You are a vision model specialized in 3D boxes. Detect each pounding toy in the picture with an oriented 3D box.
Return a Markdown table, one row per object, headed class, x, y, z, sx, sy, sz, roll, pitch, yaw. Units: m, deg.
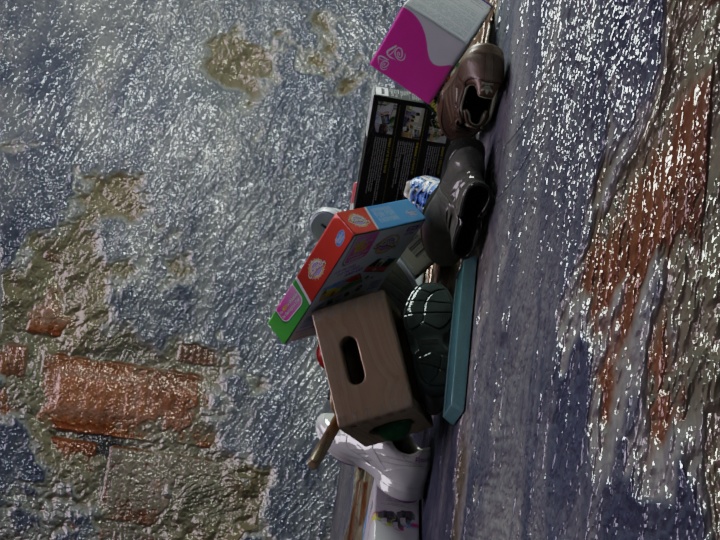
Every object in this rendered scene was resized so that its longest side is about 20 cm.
| class | x | y | z | sx | sy | sz | roll | pitch | yaw |
| --- | --- | --- | --- | --- | --- | --- | --- | --- | --- |
| pounding toy | 0.001 | 0.153 | 1.469 | 0.184 | 0.141 | 0.202 | 52 | -158 | -68 |

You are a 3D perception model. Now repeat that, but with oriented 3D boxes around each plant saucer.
| class | x | y | z | sx | sy | sz | roll | pitch | yaw |
| --- | --- | --- | --- | --- | --- | --- | --- | --- | --- |
| plant saucer | 0.122 | 0.084 | 1.400 | 0.070 | 0.019 | 0.202 | 105 | 172 | -67 |

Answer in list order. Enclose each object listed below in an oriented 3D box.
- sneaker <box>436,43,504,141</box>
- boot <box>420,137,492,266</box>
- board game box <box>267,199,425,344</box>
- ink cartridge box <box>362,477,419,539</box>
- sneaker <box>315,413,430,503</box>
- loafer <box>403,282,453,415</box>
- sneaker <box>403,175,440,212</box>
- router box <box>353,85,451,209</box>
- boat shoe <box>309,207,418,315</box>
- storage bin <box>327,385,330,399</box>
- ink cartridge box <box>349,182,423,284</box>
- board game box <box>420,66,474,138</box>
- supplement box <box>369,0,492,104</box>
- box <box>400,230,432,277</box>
| class | x | y | z | sx | sy | sz | roll | pitch | yaw |
| --- | --- | --- | --- | --- | --- | --- | --- | --- | --- |
| sneaker | 0.137 | -0.209 | 1.472 | 0.200 | 0.070 | 0.076 | 104 | 173 | -64 |
| boot | 0.119 | -0.057 | 1.438 | 0.131 | 0.067 | 0.201 | -89 | 8 | -50 |
| board game box | -0.018 | 0.001 | 1.485 | 0.152 | 0.040 | 0.201 | -14 | -35 | -50 |
| ink cartridge box | 0.040 | 0.394 | 1.564 | 0.201 | 0.067 | 0.116 | -85 | 5 | -57 |
| sneaker | 0.023 | 0.239 | 1.596 | 0.075 | 0.199 | 0.101 | -6 | -62 | -52 |
| loafer | 0.090 | 0.101 | 1.498 | 0.201 | 0.071 | 0.063 | -88 | 1 | -49 |
| sneaker | 0.106 | -0.095 | 1.654 | 0.200 | 0.076 | 0.077 | -106 | 27 | -79 |
| router box | 0.075 | -0.177 | 1.792 | 0.051 | 0.147 | 0.202 | -89 | 8 | -64 |
| boat shoe | 0.017 | -0.020 | 1.598 | 0.074 | 0.200 | 0.067 | -43 | -2 | 25 |
| storage bin | 0.019 | 0.181 | 1.917 | 0.200 | 0.134 | 0.095 | 117 | 162 | -80 |
| ink cartridge box | 0.043 | -0.042 | 2.022 | 0.083 | 0.144 | 0.202 | 103 | 175 | -65 |
| board game box | 0.125 | -0.270 | 1.659 | 0.023 | 0.105 | 0.201 | -33 | 28 | 24 |
| supplement box | 0.100 | -0.324 | 1.562 | 0.102 | 0.103 | 0.200 | -56 | 3 | 31 |
| box | 0.076 | -0.035 | 1.701 | 0.068 | 0.082 | 0.200 | -42 | -4 | -3 |
